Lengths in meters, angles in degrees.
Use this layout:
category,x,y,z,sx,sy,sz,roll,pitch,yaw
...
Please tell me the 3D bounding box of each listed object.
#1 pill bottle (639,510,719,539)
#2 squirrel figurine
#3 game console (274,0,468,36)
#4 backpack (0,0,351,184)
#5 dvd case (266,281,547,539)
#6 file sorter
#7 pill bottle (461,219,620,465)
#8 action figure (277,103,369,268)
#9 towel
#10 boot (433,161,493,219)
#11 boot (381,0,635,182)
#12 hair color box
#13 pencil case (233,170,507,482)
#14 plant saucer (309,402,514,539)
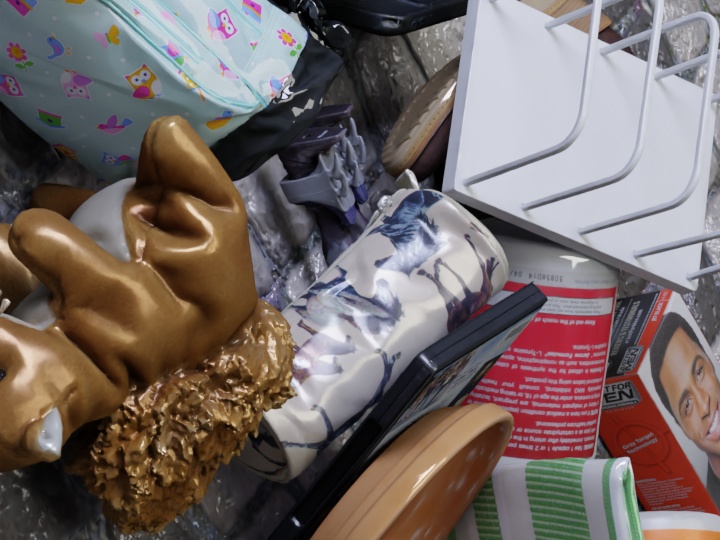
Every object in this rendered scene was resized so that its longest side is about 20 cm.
category,x,y,z,sx,sy,sz,roll,pitch,yaw
pill bottle,0.208,0.273,1.869,0.110,0.109,0.200,17,65,-52
squirrel figurine,-0.133,0.053,1.435,0.200,0.141,0.187,53,48,-21
game console,0.005,-0.239,1.750,0.200,0.176,0.117,-24,127,-54
backpack,-0.128,-0.131,1.487,0.200,0.167,0.127,42,37,-23
dvd case,0.021,0.096,1.603,0.018,0.200,0.143,46,34,11
file sorter,0.173,-0.090,1.657,0.200,0.124,0.139,22,67,-32
pill bottle,0.102,0.074,1.750,0.112,0.112,0.200,-4,103,-55
action figure,0.000,0.000,1.702,0.200,0.069,0.130,70,26,-17
towel,0.105,0.193,1.671,0.023,0.200,0.153,-10,89,-40
boot,0.104,-0.094,1.880,0.200,0.138,0.078,-117,-160,-67
boot,0.122,-0.080,1.729,0.166,0.072,0.200,48,59,-8
hair color box,0.239,0.123,2.005,0.200,0.061,0.102,56,40,-26
pencil case,-0.010,0.036,1.590,0.089,0.078,0.200,44,68,10
plant saucer,0.014,0.153,1.598,0.037,0.200,0.200,38,34,14
